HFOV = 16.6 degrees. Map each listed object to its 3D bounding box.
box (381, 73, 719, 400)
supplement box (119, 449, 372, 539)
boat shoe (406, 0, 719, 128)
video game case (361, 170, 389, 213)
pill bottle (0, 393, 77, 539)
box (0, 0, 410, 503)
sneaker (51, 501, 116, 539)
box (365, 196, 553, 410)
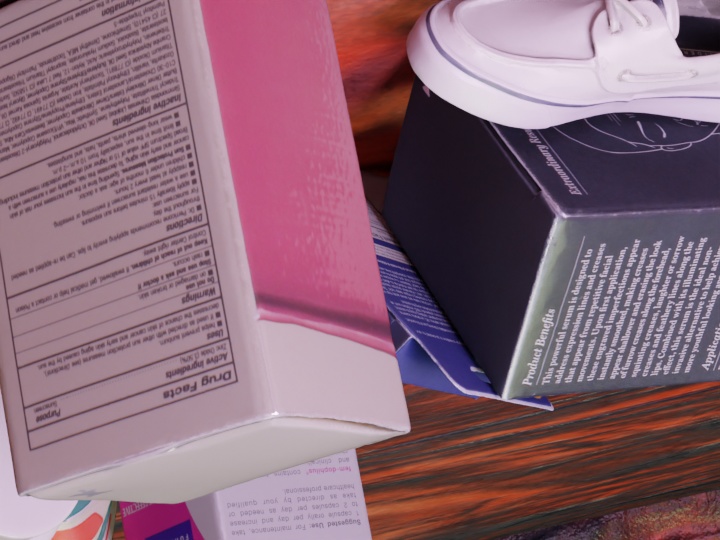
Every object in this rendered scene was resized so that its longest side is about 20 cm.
[{"bbox_3d":[0.135,-0.031,1.163,0.199,0.149,0.107,-3,127,-25],"label":"box"},{"bbox_3d":[-0.076,0.071,1.363,0.103,0.201,0.101,-2,163,-37],"label":"supplement box"},{"bbox_3d":[0.116,-0.109,1.096,0.199,0.074,0.065,-4,145,-30],"label":"boat shoe"},{"bbox_3d":[0.116,-0.019,1.371,0.182,0.024,0.200,14,-178,33],"label":"video game case"},{"bbox_3d":[-0.224,0.111,1.288,0.109,0.110,0.200,-2,171,-35],"label":"pill bottle"},{"bbox_3d":[-0.074,-0.016,1.000,0.128,0.201,0.109,-18,165,29],"label":"box"},{"bbox_3d":[-0.165,0.075,1.398,0.070,0.200,0.094,3,138,-2],"label":"sneaker"},{"bbox_3d":[0.000,0.000,1.164,0.032,0.200,0.121,-48,156,12],"label":"box"}]
